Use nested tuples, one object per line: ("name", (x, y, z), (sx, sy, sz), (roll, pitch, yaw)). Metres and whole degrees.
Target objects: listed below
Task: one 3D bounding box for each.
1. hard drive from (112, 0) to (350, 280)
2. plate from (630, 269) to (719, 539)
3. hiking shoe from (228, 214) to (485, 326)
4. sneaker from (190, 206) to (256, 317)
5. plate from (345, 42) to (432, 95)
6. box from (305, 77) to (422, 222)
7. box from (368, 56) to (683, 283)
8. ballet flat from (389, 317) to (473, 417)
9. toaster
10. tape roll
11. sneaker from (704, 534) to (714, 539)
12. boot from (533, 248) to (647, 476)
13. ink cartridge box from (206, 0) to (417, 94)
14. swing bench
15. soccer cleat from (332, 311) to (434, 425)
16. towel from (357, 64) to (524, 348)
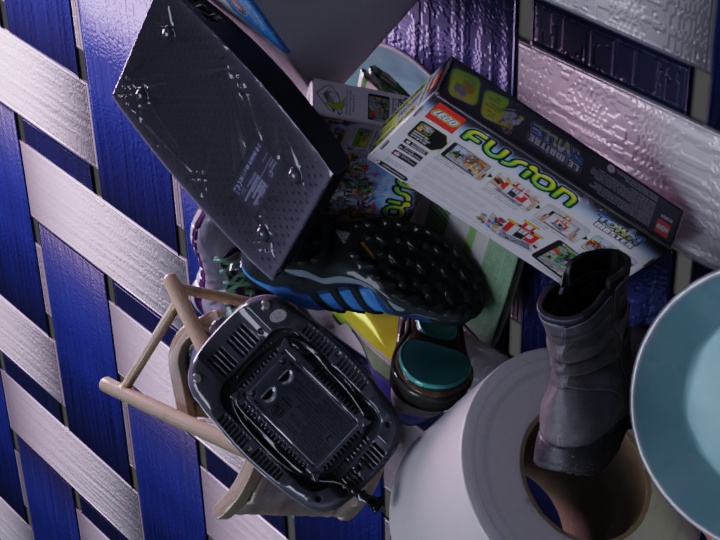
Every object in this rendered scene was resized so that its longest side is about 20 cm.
("hard drive", (-0.095, -0.106, 1.263), (0.200, 0.042, 0.135), (48, 135, 16))
("plate", (0.275, 0.089, 1.110), (0.199, 0.026, 0.202), (5, 103, 21))
("hiking shoe", (0.000, 0.000, 1.344), (0.198, 0.075, 0.087), (18, 155, -5))
("sneaker", (-0.117, 0.004, 1.655), (0.088, 0.074, 0.201), (60, 160, 28))
("plate", (0.039, -0.095, 1.406), (0.200, 0.025, 0.201), (35, 139, 38))
("box", (-0.009, -0.066, 1.331), (0.200, 0.109, 0.035), (115, 162, -54))
("box", (0.115, -0.060, 1.202), (0.199, 0.035, 0.110), (32, 148, -12))
("ballet flat", (0.056, 0.077, 1.379), (0.067, 0.200, 0.069), (15, 114, -1))
("toaster", (-0.041, 0.114, 1.362), (0.200, 0.114, 0.129), (42, 178, 8))
("tape roll", (0.138, 0.175, 1.287), (0.203, 0.202, 0.139), (57, 147, 11))
("sneaker", (0.250, 0.132, 1.213), (0.090, 0.078, 0.202), (-6, 103, 67))
("boot", (0.174, 0.044, 1.177), (0.069, 0.200, 0.133), (7, 112, 20))
("ink cartridge box", (-0.072, -0.256, 1.296), (0.200, 0.145, 0.147), (36, 171, 37))
("swing bench", (-0.090, 0.121, 1.555), (0.200, 0.198, 0.130), (42, 106, 31))
("soccer cleat", (0.023, 0.039, 1.509), (0.083, 0.065, 0.201), (-34, 78, 28))
("towel", (0.057, -0.053, 1.367), (0.200, 0.023, 0.153), (45, 145, 25))
